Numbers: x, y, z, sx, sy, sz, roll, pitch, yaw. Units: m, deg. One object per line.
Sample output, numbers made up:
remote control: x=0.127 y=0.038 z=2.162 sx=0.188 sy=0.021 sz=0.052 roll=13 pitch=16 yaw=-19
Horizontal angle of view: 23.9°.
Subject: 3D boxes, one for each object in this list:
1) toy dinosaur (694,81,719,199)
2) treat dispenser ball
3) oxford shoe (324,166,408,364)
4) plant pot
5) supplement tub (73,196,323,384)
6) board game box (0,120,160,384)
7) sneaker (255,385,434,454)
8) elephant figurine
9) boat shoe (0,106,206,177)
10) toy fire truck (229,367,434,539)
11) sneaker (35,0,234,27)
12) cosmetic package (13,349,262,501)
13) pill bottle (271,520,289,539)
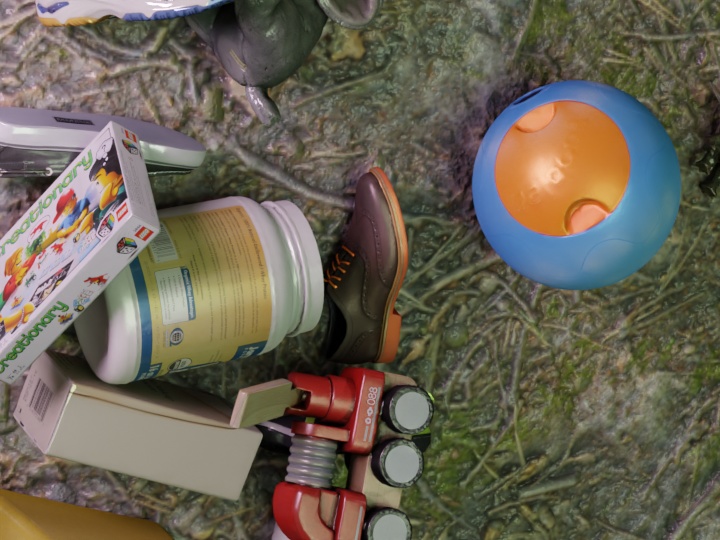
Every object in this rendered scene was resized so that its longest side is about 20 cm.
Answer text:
toy dinosaur: x=0.407 y=-0.136 z=1.817 sx=0.102 sy=0.077 sz=0.200 roll=-48 pitch=118 yaw=-20
treat dispenser ball: x=0.208 y=-0.082 z=1.640 sx=0.200 sy=0.201 sz=0.202 roll=-9 pitch=111 yaw=-25
oxford shoe: x=0.000 y=0.000 z=1.635 sx=0.072 sy=0.071 sz=0.201 roll=-6 pitch=110 yaw=-21
plant pot: x=-0.251 y=0.321 z=1.520 sx=0.199 sy=0.176 sz=0.201 roll=18 pitch=84 yaw=-31
supplement tub: x=-0.147 y=0.013 z=1.514 sx=0.199 sy=0.145 sz=0.145 roll=-11 pitch=112 yaw=-24
board game box: x=-0.249 y=-0.015 z=1.417 sx=0.035 sy=0.127 sz=0.200 roll=30 pitch=116 yaw=-37
sneaker: x=-0.018 y=0.141 z=1.688 sx=0.199 sy=0.072 sz=0.083 roll=4 pitch=81 yaw=-30
elephant figurine: x=-0.048 y=-0.256 z=1.494 sx=0.200 sy=0.141 sz=0.156 roll=-32 pitch=150 yaw=-33
boat shoe: x=-0.234 y=-0.095 z=1.477 sx=0.199 sy=0.070 sz=0.067 roll=4 pitch=113 yaw=-29
toy fire truck: x=-0.043 y=0.170 z=1.565 sx=0.199 sy=0.129 sz=0.177 roll=13 pitch=84 yaw=-20
sneaker: x=-0.184 y=-0.249 z=1.391 sx=0.075 sy=0.199 sz=0.089 roll=-36 pitch=122 yaw=-66
cosmetic package: x=-0.203 y=0.141 z=1.553 sx=0.199 sy=0.103 sz=0.073 roll=18 pitch=97 yaw=-33
pill bottle: x=-0.059 y=0.345 z=1.697 sx=0.109 sy=0.110 sz=0.201 roll=5 pitch=104 yaw=-30
